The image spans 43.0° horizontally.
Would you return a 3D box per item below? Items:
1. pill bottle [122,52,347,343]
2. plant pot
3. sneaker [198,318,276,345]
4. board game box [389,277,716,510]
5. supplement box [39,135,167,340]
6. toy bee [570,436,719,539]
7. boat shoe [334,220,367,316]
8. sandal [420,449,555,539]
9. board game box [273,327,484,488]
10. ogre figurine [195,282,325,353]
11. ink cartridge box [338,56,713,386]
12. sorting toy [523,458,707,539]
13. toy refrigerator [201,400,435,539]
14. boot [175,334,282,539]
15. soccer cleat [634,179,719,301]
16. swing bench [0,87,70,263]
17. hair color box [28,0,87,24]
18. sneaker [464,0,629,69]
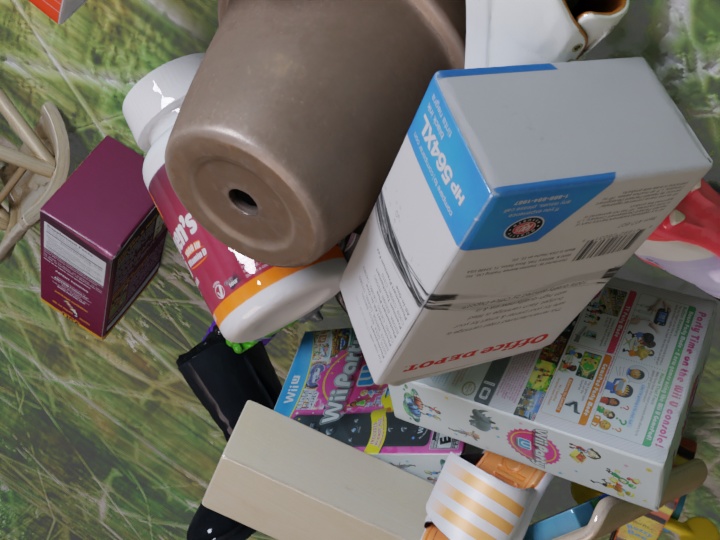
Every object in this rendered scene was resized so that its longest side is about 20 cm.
[{"bbox_3d":[-0.098,-0.056,0.698,0.201,0.109,0.110,61,149,10],"label":"pill bottle"},{"bbox_3d":[-0.034,-0.103,0.583,0.199,0.175,0.201,23,146,16],"label":"plant pot"},{"bbox_3d":[-0.144,0.089,1.004,0.069,0.100,0.200,31,148,-3],"label":"sneaker"},{"bbox_3d":[0.141,0.068,0.673,0.198,0.148,0.065,15,142,25],"label":"board game box"},{"bbox_3d":[-0.262,-0.027,0.940,0.085,0.111,0.200,32,148,0],"label":"supplement box"},{"bbox_3d":[0.266,0.240,0.851,0.130,0.109,0.201,7,140,32],"label":"toy bee"},{"bbox_3d":[0.000,0.000,0.801,0.066,0.057,0.201,24,147,9],"label":"boat shoe"},{"bbox_3d":[0.098,0.153,0.692,0.079,0.207,0.059,14,149,48],"label":"sandal"},{"bbox_3d":[0.023,0.123,0.828,0.198,0.148,0.065,-7,133,29],"label":"board game box"},{"bbox_3d":[-0.093,-0.020,0.810,0.119,0.098,0.202,2,94,32],"label":"ogre figurine"},{"bbox_3d":[0.085,-0.023,0.548,0.085,0.145,0.200,67,152,26],"label":"ink cartridge box"},{"bbox_3d":[0.165,0.212,0.745,0.200,0.184,0.037,-43,64,36],"label":"sorting toy"},{"bbox_3d":[-0.022,0.189,0.757,0.198,0.070,0.076,24,131,-3],"label":"toy refrigerator"},{"bbox_3d":[-0.130,0.154,0.867,0.076,0.200,0.169,-30,94,37],"label":"boot"},{"bbox_3d":[0.234,-0.009,0.595,0.199,0.067,0.076,34,170,-6],"label":"soccer cleat"},{"bbox_3d":[-0.402,-0.119,0.928,0.200,0.130,0.198,39,147,-20],"label":"swing bench"},{"bbox_3d":[-0.157,-0.254,0.544,0.064,0.111,0.200,38,147,-7],"label":"hair color box"},{"bbox_3d":[0.107,-0.124,0.527,0.084,0.073,0.201,15,146,21],"label":"sneaker"}]
